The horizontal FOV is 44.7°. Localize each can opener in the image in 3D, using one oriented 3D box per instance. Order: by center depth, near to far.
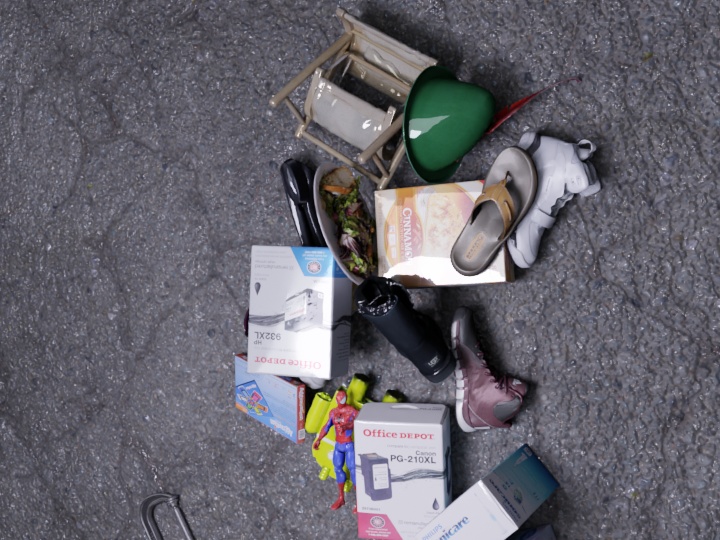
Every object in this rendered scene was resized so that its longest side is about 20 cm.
[{"bbox_3d":[-0.096,-0.094,1.497,0.063,0.079,0.201,-7,103,37],"label":"can opener"}]

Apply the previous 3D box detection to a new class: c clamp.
[{"bbox_3d":[-0.354,0.519,1.715,0.171,0.027,0.201,-40,76,31],"label":"c clamp"}]

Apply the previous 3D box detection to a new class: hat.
[{"bbox_3d":[0.181,-0.220,1.250,0.175,0.165,0.201,7,73,39],"label":"hat"}]

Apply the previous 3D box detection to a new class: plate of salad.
[{"bbox_3d":[-0.010,-0.074,1.336,0.048,0.200,0.201,-19,85,22],"label":"plate of salad"}]

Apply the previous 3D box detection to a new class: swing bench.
[{"bbox_3d":[0.004,-0.271,1.379,0.199,0.130,0.200,35,85,23],"label":"swing bench"}]

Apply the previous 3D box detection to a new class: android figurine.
[{"bbox_3d":[-0.008,0.278,1.471,0.181,0.041,0.201,27,105,8],"label":"android figurine"}]

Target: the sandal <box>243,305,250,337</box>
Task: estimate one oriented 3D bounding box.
[{"bbox_3d":[-0.173,0.080,1.511,0.201,0.048,0.076,116,144,-54],"label":"sandal"}]

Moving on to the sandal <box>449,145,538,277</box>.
[{"bbox_3d":[0.186,-0.083,1.251,0.082,0.055,0.201,36,102,22],"label":"sandal"}]

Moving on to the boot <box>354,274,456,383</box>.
[{"bbox_3d":[0.056,0.068,1.324,0.076,0.200,0.168,-40,114,1],"label":"boot"}]

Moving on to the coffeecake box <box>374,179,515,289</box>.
[{"bbox_3d":[0.129,-0.052,1.342,0.199,0.073,0.155,-4,86,21],"label":"coffeecake box"}]

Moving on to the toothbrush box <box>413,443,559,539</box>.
[{"bbox_3d":[0.189,0.353,1.291,0.146,0.200,0.085,-46,72,23],"label":"toothbrush box"}]

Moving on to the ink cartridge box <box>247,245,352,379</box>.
[{"bbox_3d":[-0.094,0.063,1.365,0.144,0.084,0.201,2,91,20],"label":"ink cartridge box"}]

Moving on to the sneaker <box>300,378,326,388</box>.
[{"bbox_3d":[-0.061,0.096,1.473,0.114,0.075,0.201,-11,87,30],"label":"sneaker"}]

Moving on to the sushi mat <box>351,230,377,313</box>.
[{"bbox_3d":[0.000,0.000,1.421,0.200,0.012,0.096,-38,71,-6],"label":"sushi mat"}]

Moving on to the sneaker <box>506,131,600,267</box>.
[{"bbox_3d":[0.280,-0.100,1.272,0.114,0.075,0.201,8,95,31],"label":"sneaker"}]

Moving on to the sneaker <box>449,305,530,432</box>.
[{"bbox_3d":[0.204,0.151,1.348,0.115,0.076,0.201,-1,103,23],"label":"sneaker"}]

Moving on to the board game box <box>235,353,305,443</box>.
[{"bbox_3d":[-0.161,0.221,1.534,0.200,0.019,0.104,17,110,49],"label":"board game box"}]

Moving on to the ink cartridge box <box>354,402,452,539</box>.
[{"bbox_3d":[0.069,0.320,1.393,0.144,0.084,0.201,0,100,13],"label":"ink cartridge box"}]

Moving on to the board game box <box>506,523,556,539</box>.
[{"bbox_3d":[0.174,0.452,1.308,0.199,0.200,0.041,-25,83,29],"label":"board game box"}]

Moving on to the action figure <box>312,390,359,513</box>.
[{"bbox_3d":[-0.037,0.297,1.409,0.065,0.099,0.201,1,96,27],"label":"action figure"}]
